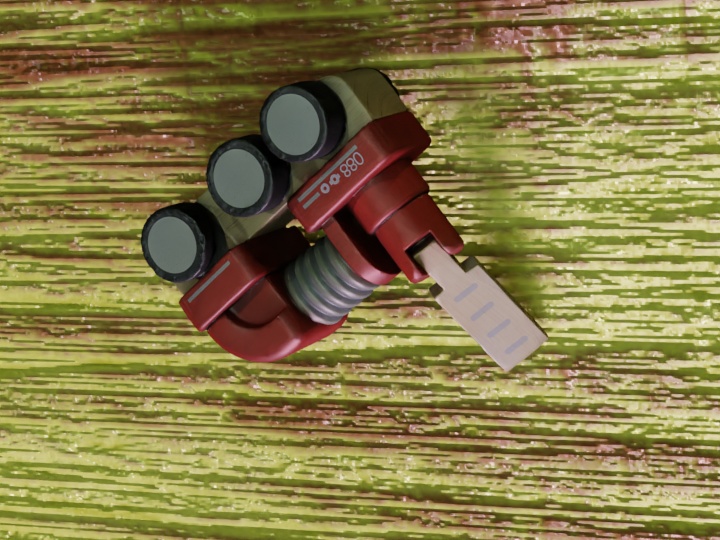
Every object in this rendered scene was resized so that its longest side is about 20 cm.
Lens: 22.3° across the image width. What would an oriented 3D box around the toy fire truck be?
[{"bbox_3d":[0.000,0.000,1.096,0.176,0.129,0.200,-42,81,28],"label":"toy fire truck"}]
